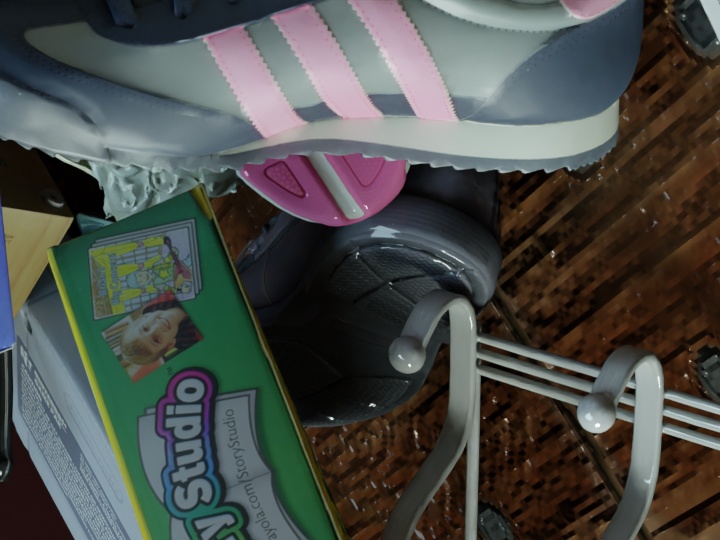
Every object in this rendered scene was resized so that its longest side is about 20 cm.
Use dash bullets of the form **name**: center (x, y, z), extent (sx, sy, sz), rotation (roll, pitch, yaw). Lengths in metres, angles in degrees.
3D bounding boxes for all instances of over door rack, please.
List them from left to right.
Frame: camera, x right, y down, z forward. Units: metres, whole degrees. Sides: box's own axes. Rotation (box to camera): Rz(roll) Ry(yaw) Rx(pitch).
- **over door rack**: center (0.079, 0.115, 0.835), extent (0.147, 0.067, 0.201), rotation (17, 130, 33)

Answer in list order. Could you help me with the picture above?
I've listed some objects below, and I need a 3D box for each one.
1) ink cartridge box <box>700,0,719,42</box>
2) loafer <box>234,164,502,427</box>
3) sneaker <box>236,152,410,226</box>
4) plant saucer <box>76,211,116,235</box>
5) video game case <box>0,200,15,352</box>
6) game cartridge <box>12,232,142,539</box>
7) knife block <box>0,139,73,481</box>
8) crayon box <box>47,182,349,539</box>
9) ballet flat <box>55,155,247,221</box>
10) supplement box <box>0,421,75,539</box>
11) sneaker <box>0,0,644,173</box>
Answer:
- **ink cartridge box**: center (0.165, -0.034, 0.600), extent (0.200, 0.044, 0.177), rotation (-40, 69, 61)
- **loafer**: center (0.000, 0.000, 0.919), extent (0.071, 0.063, 0.200), rotation (23, 156, -14)
- **sneaker**: center (-0.043, -0.102, 0.845), extent (0.201, 0.074, 0.087), rotation (56, -176, 7)
- **plant saucer**: center (-0.060, 0.069, 1.101), extent (0.070, 0.019, 0.201), rotation (13, 126, 53)
- **video game case**: center (-0.199, -0.078, 0.996), extent (0.181, 0.045, 0.202), rotation (12, 112, 47)
- **game cartridge**: center (-0.093, 0.083, 1.107), extent (0.201, 0.041, 0.133), rotation (58, 163, 24)
- **knife block**: center (-0.194, 0.009, 1.100), extent (0.176, 0.064, 0.200), rotation (-54, 49, 25)
- **crayon box**: center (-0.025, 0.104, 0.850), extent (0.173, 0.058, 0.201), rotation (76, 172, -57)
- **ballet flat**: center (-0.112, -0.093, 0.890), extent (0.200, 0.072, 0.072), rotation (52, 152, -10)
- **supplement box**: center (-0.219, 0.132, 1.219), extent (0.198, 0.199, 0.133), rotation (60, 152, 3)
- **sneaker**: center (-0.016, -0.075, 0.741), extent (0.070, 0.199, 0.083), rotation (-123, 38, -49)
